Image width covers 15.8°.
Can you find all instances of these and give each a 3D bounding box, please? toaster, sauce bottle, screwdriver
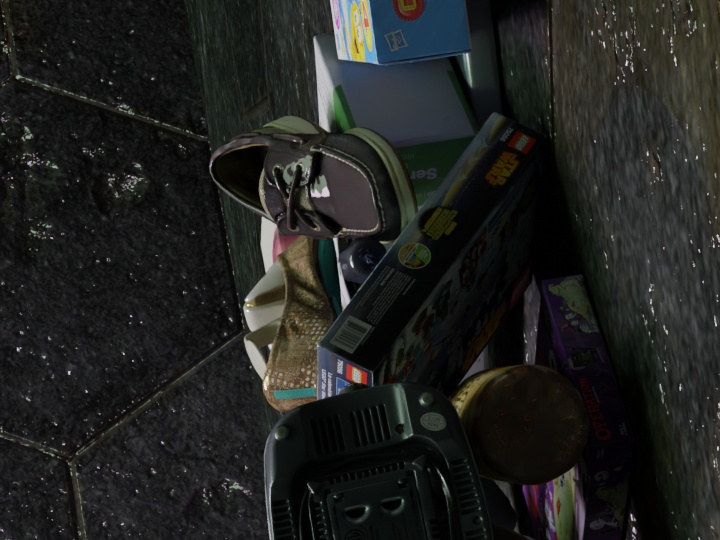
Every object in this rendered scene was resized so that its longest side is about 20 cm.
[{"bbox_3d":[0.020,0.165,1.359,0.129,0.113,0.201,68,-172,-67],"label":"toaster"},{"bbox_3d":[0.078,0.086,1.435,0.200,0.066,0.067,148,114,-81],"label":"sauce bottle"},{"bbox_3d":[0.000,0.000,1.550,0.029,0.028,0.200,45,175,3],"label":"screwdriver"}]

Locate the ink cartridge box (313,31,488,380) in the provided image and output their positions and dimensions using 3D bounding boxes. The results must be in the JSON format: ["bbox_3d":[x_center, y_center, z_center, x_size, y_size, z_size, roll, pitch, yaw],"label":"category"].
[{"bbox_3d":[0.027,-0.036,1.669,0.146,0.084,0.201,-110,14,-54],"label":"ink cartridge box"}]

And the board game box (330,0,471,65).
[{"bbox_3d":[0.011,-0.224,1.528,0.196,0.055,0.202,-143,45,-82],"label":"board game box"}]

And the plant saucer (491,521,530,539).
[{"bbox_3d":[0.044,0.214,1.511,0.201,0.199,0.035,89,-166,-45],"label":"plant saucer"}]

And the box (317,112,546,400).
[{"bbox_3d":[0.041,0.024,1.500,0.200,0.040,0.137,-53,-21,-32],"label":"box"}]

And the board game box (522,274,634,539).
[{"bbox_3d":[0.123,0.113,1.488,0.201,0.032,0.121,90,173,-49],"label":"board game box"}]

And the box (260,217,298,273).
[{"bbox_3d":[0.004,0.035,1.923,0.109,0.127,0.201,98,162,-65],"label":"box"}]

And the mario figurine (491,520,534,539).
[{"bbox_3d":[0.084,0.177,1.576,0.106,0.123,0.201,-4,121,44],"label":"mario figurine"}]

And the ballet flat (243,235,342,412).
[{"bbox_3d":[-0.040,0.028,1.590,0.200,0.065,0.071,-100,-3,-69],"label":"ballet flat"}]

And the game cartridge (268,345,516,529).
[{"bbox_3d":[0.023,0.110,1.722,0.200,0.041,0.133,51,-169,4],"label":"game cartridge"}]

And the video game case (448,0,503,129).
[{"bbox_3d":[0.065,-0.115,1.697,0.182,0.023,0.202,-138,41,-78],"label":"video game case"}]

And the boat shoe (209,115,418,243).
[{"bbox_3d":[-0.030,-0.048,1.547,0.200,0.064,0.074,16,122,64],"label":"boat shoe"}]
